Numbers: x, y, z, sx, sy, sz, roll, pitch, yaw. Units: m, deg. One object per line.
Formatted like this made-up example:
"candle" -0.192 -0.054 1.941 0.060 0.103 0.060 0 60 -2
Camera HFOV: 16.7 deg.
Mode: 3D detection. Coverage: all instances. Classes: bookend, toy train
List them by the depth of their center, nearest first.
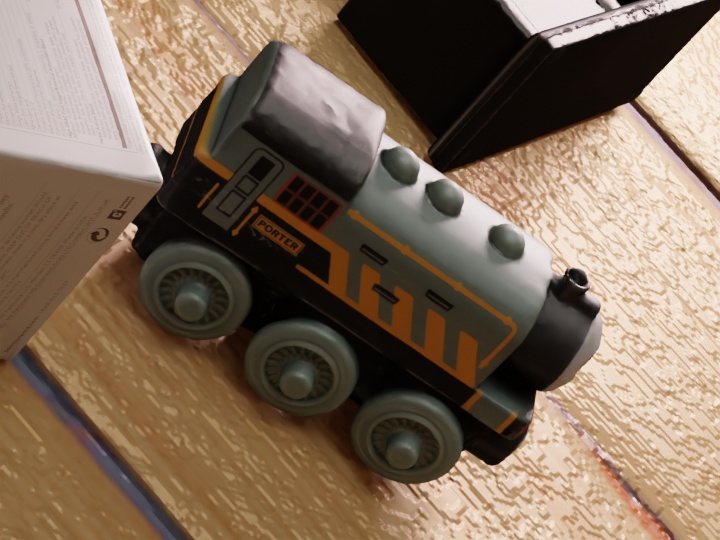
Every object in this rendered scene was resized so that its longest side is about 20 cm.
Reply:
"toy train" 0.000 0.000 0.964 0.199 0.114 0.085 35 36 -13
"bookend" 0.057 -0.169 1.221 0.200 0.092 0.198 52 35 13

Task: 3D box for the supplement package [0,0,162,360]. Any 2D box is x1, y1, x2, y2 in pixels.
"supplement package" -0.188 -0.054 0.831 0.199 0.110 0.114 10 47 -40
